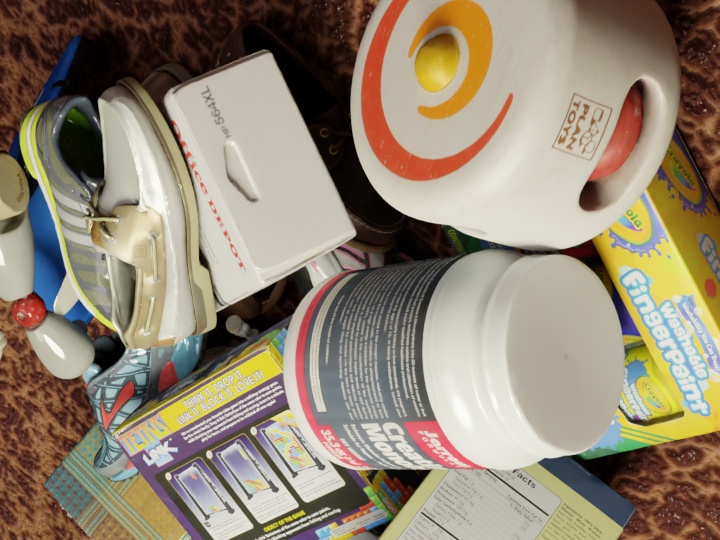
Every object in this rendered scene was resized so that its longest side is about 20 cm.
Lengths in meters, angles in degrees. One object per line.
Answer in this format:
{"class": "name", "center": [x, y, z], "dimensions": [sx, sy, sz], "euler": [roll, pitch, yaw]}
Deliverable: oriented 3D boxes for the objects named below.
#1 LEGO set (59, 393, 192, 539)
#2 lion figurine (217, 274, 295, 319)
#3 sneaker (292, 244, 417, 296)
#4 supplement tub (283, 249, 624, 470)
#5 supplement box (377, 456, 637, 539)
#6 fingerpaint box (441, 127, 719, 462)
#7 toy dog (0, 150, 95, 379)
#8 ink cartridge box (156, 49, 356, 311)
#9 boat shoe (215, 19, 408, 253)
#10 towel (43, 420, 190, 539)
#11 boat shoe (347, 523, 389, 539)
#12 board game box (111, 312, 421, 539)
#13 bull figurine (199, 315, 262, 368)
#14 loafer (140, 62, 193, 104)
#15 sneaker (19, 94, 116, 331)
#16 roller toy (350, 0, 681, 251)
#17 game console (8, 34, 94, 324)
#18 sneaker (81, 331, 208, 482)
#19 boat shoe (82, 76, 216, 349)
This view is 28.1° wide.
{"class": "LEGO set", "center": [-0.201, 0.199, 1.362], "dimensions": [0.199, 0.116, 0.154], "euler": [31, 132, 20]}
{"class": "lion figurine", "center": [-0.138, 0.003, 1.226], "dimensions": [0.199, 0.073, 0.123], "euler": [25, 140, 18]}
{"class": "sneaker", "center": [0.000, 0.000, 1.116], "dimensions": [0.201, 0.086, 0.080], "euler": [65, 162, 14]}
{"class": "supplement tub", "center": [0.058, 0.061, 0.951], "dimensions": [0.199, 0.140, 0.141], "euler": [-8, 111, 45]}
{"class": "supplement box", "center": [0.073, 0.236, 1.062], "dimensions": [0.134, 0.200, 0.200], "euler": [37, 156, 10]}
{"class": "fingerpaint box", "center": [0.175, 0.018, 0.980], "dimensions": [0.166, 0.073, 0.201], "euler": [-20, 102, 44]}
{"class": "toy dog", "center": [-0.273, -0.016, 1.151], "dimensions": [0.131, 0.097, 0.201], "euler": [4, 126, 14]}
{"class": "ink cartridge box", "center": [-0.097, -0.055, 1.048], "dimensions": [0.147, 0.084, 0.200], "euler": [64, 157, -1]}
{"class": "boat shoe", "center": [-0.036, -0.101, 1.077], "dimensions": [0.200, 0.070, 0.070], "euler": [45, 141, 8]}
{"class": "towel", "center": [-0.178, 0.167, 1.297], "dimensions": [0.147, 0.022, 0.200], "euler": [42, 95, 22]}
{"class": "boat shoe", "center": [-0.025, 0.186, 1.218], "dimensions": [0.199, 0.068, 0.074], "euler": [28, 166, 18]}
{"class": "board game box", "center": [-0.076, 0.146, 1.127], "dimensions": [0.199, 0.057, 0.166], "euler": [-30, 100, 38]}
{"class": "bull figurine", "center": [-0.061, 0.092, 1.205], "dimensions": [0.199, 0.065, 0.121], "euler": [21, 172, 17]}
{"class": "loafer", "center": [-0.200, -0.097, 1.218], "dimensions": [0.072, 0.063, 0.200], "euler": [46, 135, 7]}
{"class": "sneaker", "center": [-0.194, -0.041, 1.076], "dimensions": [0.201, 0.074, 0.081], "euler": [62, 156, -2]}
{"class": "roller toy", "center": [0.089, -0.112, 0.875], "dimensions": [0.200, 0.139, 0.184], "euler": [-28, 60, 41]}
{"class": "game console", "center": [-0.244, -0.069, 1.232], "dimensions": [0.118, 0.172, 0.200], "euler": [25, 146, -18]}
{"class": "sneaker", "center": [-0.201, 0.092, 1.229], "dimensions": [0.095, 0.079, 0.201], "euler": [20, 118, -15]}
{"class": "boat shoe", "center": [-0.154, -0.032, 0.996], "dimensions": [0.075, 0.068, 0.201], "euler": [34, 142, 54]}
